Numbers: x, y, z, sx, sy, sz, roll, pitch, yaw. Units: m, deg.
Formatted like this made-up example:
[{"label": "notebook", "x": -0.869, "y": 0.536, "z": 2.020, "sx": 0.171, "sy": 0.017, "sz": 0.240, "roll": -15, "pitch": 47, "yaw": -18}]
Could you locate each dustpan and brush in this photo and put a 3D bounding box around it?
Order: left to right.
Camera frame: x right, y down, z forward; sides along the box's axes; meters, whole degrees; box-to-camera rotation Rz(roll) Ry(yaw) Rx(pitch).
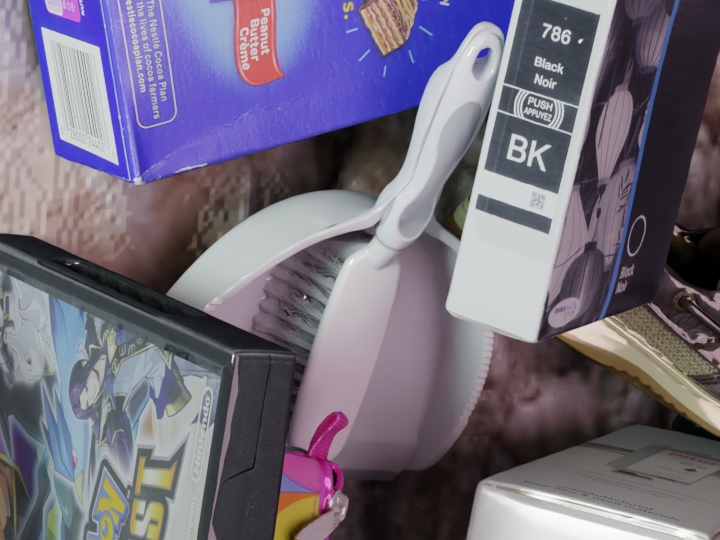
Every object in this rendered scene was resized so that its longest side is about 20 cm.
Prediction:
[{"label": "dustpan and brush", "x": 0.000, "y": 0.000, "z": 0.761, "sx": 0.139, "sy": 0.057, "sz": 0.201, "roll": 5, "pitch": 117, "yaw": -31}]

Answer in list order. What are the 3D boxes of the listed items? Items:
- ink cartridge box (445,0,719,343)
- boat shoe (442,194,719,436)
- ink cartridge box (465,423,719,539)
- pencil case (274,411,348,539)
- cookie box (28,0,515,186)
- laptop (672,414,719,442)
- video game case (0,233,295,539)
[{"label": "ink cartridge box", "x": 0.084, "y": -0.082, "z": 0.731, "sx": 0.099, "sy": 0.039, "sz": 0.202, "roll": -15, "pitch": 119, "yaw": -58}, {"label": "boat shoe", "x": 0.127, "y": 0.015, "z": 0.838, "sx": 0.199, "sy": 0.073, "sz": 0.065, "roll": 27, "pitch": 111, "yaw": -17}, {"label": "ink cartridge box", "x": 0.095, "y": 0.141, "z": 0.811, "sx": 0.200, "sy": 0.082, "sz": 0.148, "roll": -4, "pitch": 106, "yaw": -69}, {"label": "pencil case", "x": -0.039, "y": 0.147, "z": 0.723, "sx": 0.088, "sy": 0.088, "sz": 0.202, "roll": 2, "pitch": 78, "yaw": -30}, {"label": "cookie box", "x": -0.011, "y": -0.136, "z": 0.752, "sx": 0.199, "sy": 0.075, "sz": 0.173, "roll": -16, "pitch": 110, "yaw": -25}, {"label": "laptop", "x": 0.260, "y": 0.049, "z": 0.888, "sx": 0.178, "sy": 0.200, "sz": 0.103, "roll": -57, "pitch": 164, "yaw": 26}, {"label": "video game case", "x": -0.086, "y": 0.103, "z": 0.700, "sx": 0.025, "sy": 0.180, "sz": 0.202, "roll": 3, "pitch": 99, "yaw": -32}]
